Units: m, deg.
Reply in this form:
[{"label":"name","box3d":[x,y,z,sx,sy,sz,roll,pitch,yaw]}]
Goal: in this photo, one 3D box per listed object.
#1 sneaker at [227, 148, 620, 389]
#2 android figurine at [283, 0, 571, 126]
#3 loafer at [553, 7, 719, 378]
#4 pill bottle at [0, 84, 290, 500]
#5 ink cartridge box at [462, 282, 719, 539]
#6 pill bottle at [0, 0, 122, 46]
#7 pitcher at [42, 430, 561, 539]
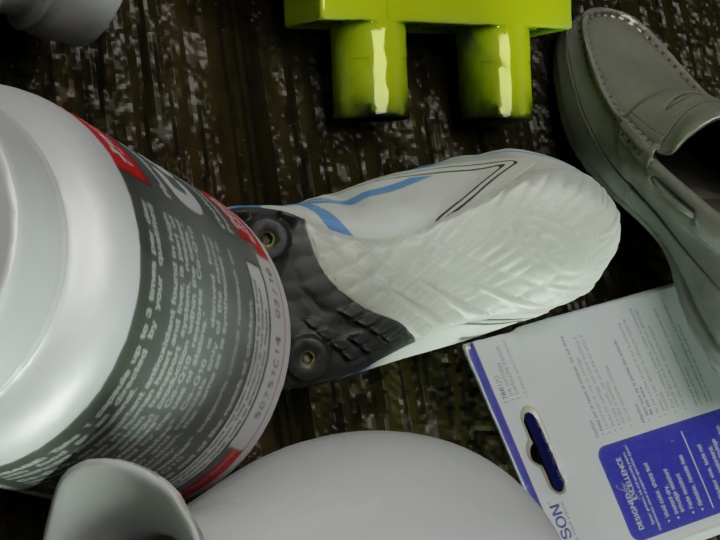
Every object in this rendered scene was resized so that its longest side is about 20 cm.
[{"label":"sneaker","box3d":[0.000,0.000,0.877,0.199,0.072,0.072,-10,95,-21]},{"label":"android figurine","box3d":[0.028,-0.159,0.936,0.181,0.041,0.202,0,89,-31]},{"label":"loafer","box3d":[0.138,-0.042,0.939,0.070,0.070,0.201,-5,48,-29]},{"label":"pill bottle","box3d":[-0.103,0.009,0.708,0.200,0.113,0.115,33,38,-70]},{"label":"ink cartridge box","box3d":[0.125,0.058,0.933,0.199,0.039,0.100,-12,74,-36]},{"label":"pill bottle","box3d":[-0.176,-0.143,0.798,0.199,0.112,0.113,14,61,-26]},{"label":"pitcher","box3d":[-0.031,0.132,0.759,0.199,0.172,0.121,2,39,-51]}]
